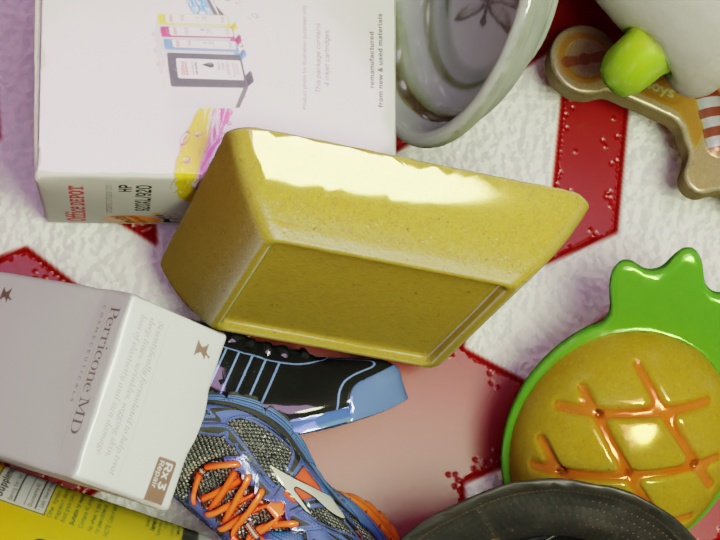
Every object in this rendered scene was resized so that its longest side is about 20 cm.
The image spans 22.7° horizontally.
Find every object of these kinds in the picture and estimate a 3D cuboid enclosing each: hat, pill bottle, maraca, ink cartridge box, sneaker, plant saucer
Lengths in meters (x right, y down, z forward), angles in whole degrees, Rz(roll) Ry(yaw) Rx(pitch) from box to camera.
[{"bbox_3d":[0.095,0.171,1.007,0.200,0.081,0.201,-1,124,-1],"label":"hat"},{"bbox_3d":[-0.187,0.173,1.001,0.199,0.112,0.113,19,79,-5],"label":"pill bottle"},{"bbox_3d":[0.164,0.083,1.054,0.137,0.107,0.200,27,105,-9],"label":"maraca"},{"bbox_3d":[-0.087,-0.107,1.041,0.199,0.147,0.145,1,81,-8],"label":"ink cartridge box"},{"bbox_3d":[-0.073,0.063,1.056,0.199,0.070,0.078,-9,89,-9],"label":"sneaker"},{"bbox_3d":[-0.046,0.139,1.005,0.200,0.079,0.075,38,113,-24],"label":"sneaker"},{"bbox_3d":[0.000,0.000,0.997,0.199,0.200,0.049,11,65,-14],"label":"plant saucer"},{"bbox_3d":[0.071,-0.168,1.057,0.050,0.200,0.201,9,80,-26],"label":"plant saucer"}]

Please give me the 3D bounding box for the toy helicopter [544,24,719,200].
[{"bbox_3d":[0.213,-0.110,1.122,0.199,0.079,0.133,21,74,-4],"label":"toy helicopter"}]

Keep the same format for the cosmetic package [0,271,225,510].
[{"bbox_3d":[-0.174,0.059,0.979,0.074,0.200,0.102,27,75,-42],"label":"cosmetic package"}]

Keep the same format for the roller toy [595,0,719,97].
[{"bbox_3d":[0.214,-0.205,1.026,0.140,0.182,0.200,49,54,1],"label":"roller toy"}]
